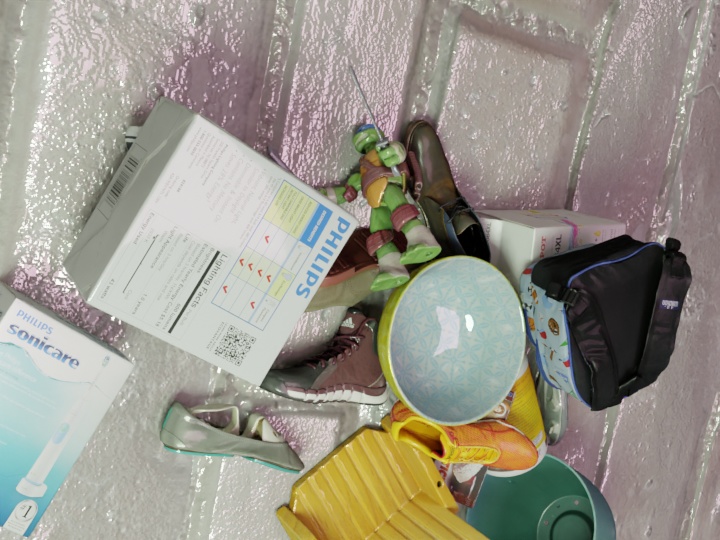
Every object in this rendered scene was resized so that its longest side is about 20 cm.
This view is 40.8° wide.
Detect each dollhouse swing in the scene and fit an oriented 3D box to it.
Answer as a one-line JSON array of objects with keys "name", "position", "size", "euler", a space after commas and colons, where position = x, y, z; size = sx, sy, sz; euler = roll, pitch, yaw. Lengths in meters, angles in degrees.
[{"name": "dollhouse swing", "position": [0.040, 0.320, 1.201], "size": [0.199, 0.175, 0.183], "euler": [-36, 110, -21]}]

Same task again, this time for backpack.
[{"name": "backpack", "position": [0.288, 0.064, 1.188], "size": [0.198, 0.154, 0.193], "euler": [-15, 106, -20]}]

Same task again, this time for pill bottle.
[{"name": "pill bottle", "position": [0.185, 0.172, 1.322], "size": [0.109, 0.109, 0.202], "euler": [-30, 117, -25]}]

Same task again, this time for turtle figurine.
[{"name": "turtle figurine", "position": [-0.001, -0.085, 1.097], "size": [0.143, 0.196, 0.200], "euler": [-27, 159, 14]}]

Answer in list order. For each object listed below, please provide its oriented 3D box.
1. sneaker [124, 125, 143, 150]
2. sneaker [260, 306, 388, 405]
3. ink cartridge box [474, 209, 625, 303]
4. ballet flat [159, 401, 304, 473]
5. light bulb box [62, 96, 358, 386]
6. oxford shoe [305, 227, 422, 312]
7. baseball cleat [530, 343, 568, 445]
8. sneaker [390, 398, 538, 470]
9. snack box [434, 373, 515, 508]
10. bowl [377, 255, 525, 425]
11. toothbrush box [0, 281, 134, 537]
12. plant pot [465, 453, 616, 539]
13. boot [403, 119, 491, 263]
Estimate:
[{"name": "sneaker", "position": [-0.167, -0.086, 1.031], "size": [0.199, 0.078, 0.080], "euler": [23, 83, -38]}, {"name": "sneaker", "position": [-0.039, 0.099, 1.180], "size": [0.199, 0.075, 0.117], "euler": [10, 91, -46]}, {"name": "ink cartridge box", "position": [0.237, -0.009, 1.302], "size": [0.198, 0.125, 0.130], "euler": [-4, 105, -34]}, {"name": "ballet flat", "position": [-0.139, 0.193, 1.131], "size": [0.198, 0.067, 0.065], "euler": [19, 84, -37]}, {"name": "light bulb box", "position": [-0.146, -0.028, 0.945], "size": [0.199, 0.125, 0.200], "euler": [31, 91, -32]}, {"name": "oxford shoe", "position": [0.000, 0.000, 1.190], "size": [0.198, 0.071, 0.075], "euler": [-12, 135, -33]}, {"name": "baseball cleat", "position": [0.301, 0.156, 1.423], "size": [0.105, 0.069, 0.203], "euler": [-13, 110, -31]}, {"name": "sneaker", "position": [0.129, 0.221, 1.223], "size": [0.197, 0.077, 0.074], "euler": [16, 124, -3]}, {"name": "snack box", "position": [0.144, 0.229, 1.290], "size": [0.024, 0.071, 0.202], "euler": [-52, 160, -54]}, {"name": "bowl", "position": [0.095, 0.082, 1.195], "size": [0.198, 0.107, 0.203], "euler": [-1, 93, -27]}, {"name": "toothbrush box", "position": [-0.344, 0.136, 0.960], "size": [0.146, 0.085, 0.201], "euler": [36, 82, -35]}, {"name": "plant pot", "position": [0.274, 0.374, 1.392], "size": [0.160, 0.199, 0.203], "euler": [28, 86, -50]}, {"name": "boot", "position": [0.114, -0.089, 1.214], "size": [0.074, 0.097, 0.202], "euler": [-28, 117, -26]}]
